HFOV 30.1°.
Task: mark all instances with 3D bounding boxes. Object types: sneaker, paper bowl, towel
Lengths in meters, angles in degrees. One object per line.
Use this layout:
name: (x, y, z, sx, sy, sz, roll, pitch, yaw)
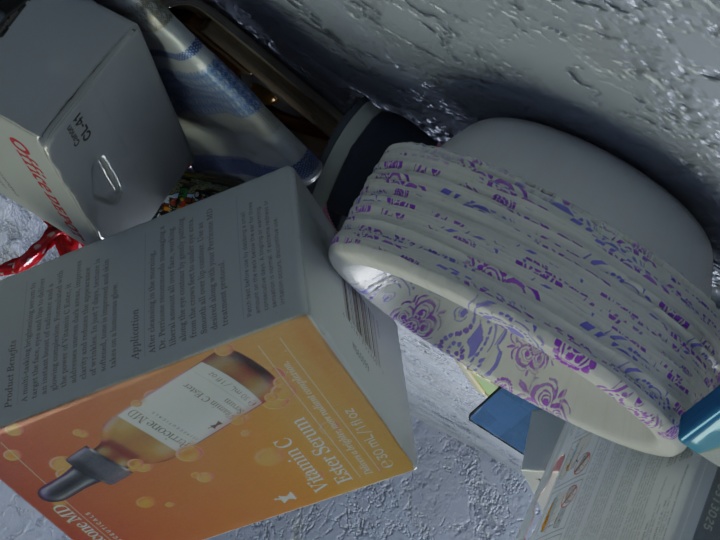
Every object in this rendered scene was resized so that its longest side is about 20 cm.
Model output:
sneaker: (0.000, 0.000, 0.794, 0.082, 0.070, 0.201, 27, 129, 10)
paper bowl: (0.092, 0.000, 0.664, 0.200, 0.105, 0.201, 31, 173, 4)
towel: (-0.119, -0.115, 0.738, 0.200, 0.024, 0.147, 43, 164, -29)

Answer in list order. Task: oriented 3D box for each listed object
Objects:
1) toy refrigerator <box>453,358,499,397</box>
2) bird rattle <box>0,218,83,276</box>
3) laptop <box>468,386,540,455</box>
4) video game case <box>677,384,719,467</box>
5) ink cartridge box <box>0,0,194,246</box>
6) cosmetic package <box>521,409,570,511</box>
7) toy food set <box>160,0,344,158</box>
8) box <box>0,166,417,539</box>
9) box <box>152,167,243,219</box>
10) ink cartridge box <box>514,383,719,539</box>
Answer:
toy refrigerator: (0.133, 0.081, 1.167, 0.076, 0.070, 0.200, 28, 172, 18)
bird rattle: (-0.228, -0.086, 1.082, 0.112, 0.200, 0.163, 29, 149, 9)
laptop: (0.212, 0.111, 0.880, 0.187, 0.116, 0.200, 33, 172, -26)
video game case: (0.257, 0.081, 0.560, 0.199, 0.018, 0.143, 32, 134, -9)
ink cartridge box: (-0.204, -0.108, 0.736, 0.199, 0.086, 0.148, 28, 162, 17)
cosmetic package: (0.208, 0.166, 0.911, 0.150, 0.052, 0.200, 1, 144, 26)
toy food set: (-0.097, -0.110, 0.850, 0.200, 0.061, 0.143, 36, 171, -37)
box: (-0.090, 0.060, 0.733, 0.153, 0.199, 0.107, 55, -161, -45)
box: (-0.082, -0.040, 0.892, 0.136, 0.038, 0.200, 15, -175, 15)
ink cartridge box: (0.156, 0.121, 0.746, 0.050, 0.163, 0.200, 32, 149, -5)
